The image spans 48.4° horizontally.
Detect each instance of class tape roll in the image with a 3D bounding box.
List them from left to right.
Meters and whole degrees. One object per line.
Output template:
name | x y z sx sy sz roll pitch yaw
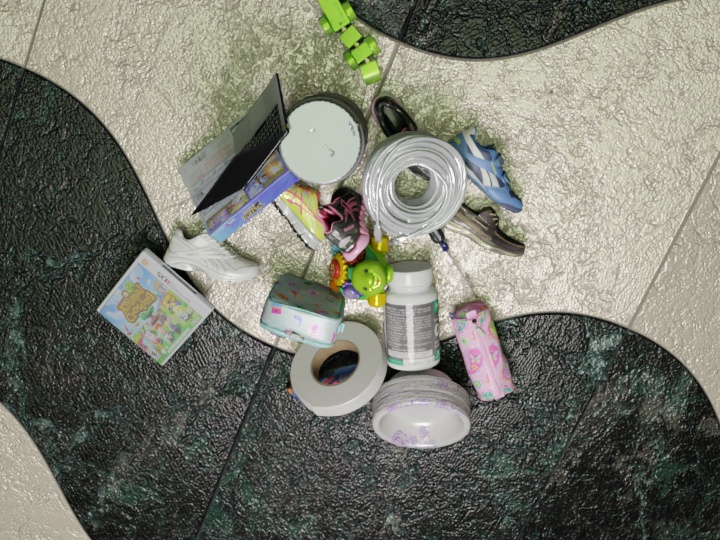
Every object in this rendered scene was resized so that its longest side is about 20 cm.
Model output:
tape roll | -0.045 0.194 1.600 0.201 0.204 0.037 -21 136 7

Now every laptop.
laptop | -0.218 -0.220 1.399 0.115 0.202 0.187 7 149 -34

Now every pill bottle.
pill bottle | 0.101 0.089 1.605 0.112 0.113 0.202 -3 105 3

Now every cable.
cable | 0.100 -0.161 1.501 0.198 0.069 0.202 -14 115 -4

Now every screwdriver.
screwdriver | 0.184 -0.027 1.621 0.028 0.029 0.201 -32 104 9

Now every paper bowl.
paper bowl | 0.124 0.274 1.629 0.198 0.105 0.202 2 141 1

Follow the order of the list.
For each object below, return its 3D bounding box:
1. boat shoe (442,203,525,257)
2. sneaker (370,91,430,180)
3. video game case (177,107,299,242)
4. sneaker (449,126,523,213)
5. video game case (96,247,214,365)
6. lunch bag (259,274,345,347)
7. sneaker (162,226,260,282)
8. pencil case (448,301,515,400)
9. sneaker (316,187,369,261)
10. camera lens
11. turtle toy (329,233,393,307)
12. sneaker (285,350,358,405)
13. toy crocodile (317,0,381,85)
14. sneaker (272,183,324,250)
boat shoe | 0.241 -0.090 1.576 0.199 0.075 0.074 24 104 -5
sneaker | 0.087 -0.250 1.535 0.080 0.086 0.200 -43 99 13
video game case | -0.237 -0.183 1.534 0.199 0.045 0.182 -37 59 11
sneaker | 0.252 -0.193 1.551 0.200 0.074 0.082 43 100 -9
video game case | -0.422 0.078 1.642 0.182 0.022 0.200 42 119 -8
lunch bag | -0.106 0.081 1.566 0.159 0.200 0.078 20 106 -2
sneaker | -0.294 -0.037 1.610 0.198 0.078 0.100 14 101 -2
pencil case | 0.248 0.163 1.634 0.087 0.087 0.202 -18 104 6
sneaker | -0.041 -0.107 1.516 0.095 0.201 0.079 30 116 -26
camera lens | -0.067 -0.245 1.483 0.158 0.200 0.162 1 104 2
turtle toy | 0.000 0.000 1.552 0.100 0.200 0.147 -3 101 -28
sneaker | -0.054 0.224 1.675 0.199 0.076 0.079 -23 116 12
toy crocodile | -0.020 -0.444 1.510 0.067 0.062 0.201 -34 96 10
sneaker | -0.125 -0.142 1.584 0.090 0.078 0.201 -38 101 -5
